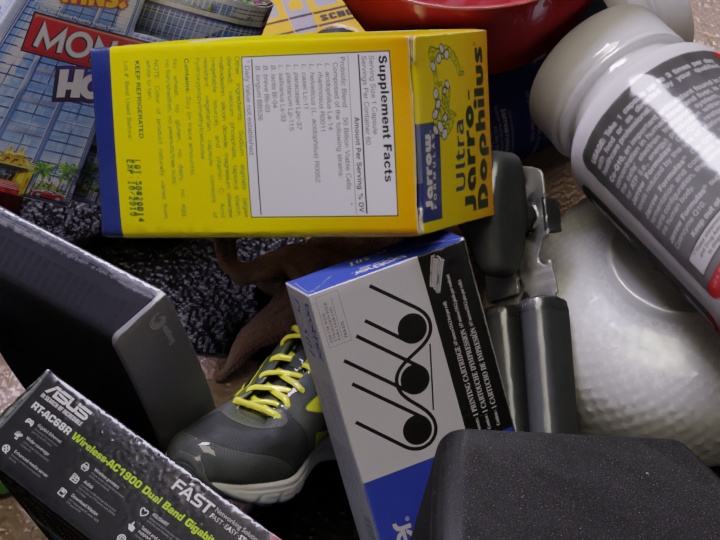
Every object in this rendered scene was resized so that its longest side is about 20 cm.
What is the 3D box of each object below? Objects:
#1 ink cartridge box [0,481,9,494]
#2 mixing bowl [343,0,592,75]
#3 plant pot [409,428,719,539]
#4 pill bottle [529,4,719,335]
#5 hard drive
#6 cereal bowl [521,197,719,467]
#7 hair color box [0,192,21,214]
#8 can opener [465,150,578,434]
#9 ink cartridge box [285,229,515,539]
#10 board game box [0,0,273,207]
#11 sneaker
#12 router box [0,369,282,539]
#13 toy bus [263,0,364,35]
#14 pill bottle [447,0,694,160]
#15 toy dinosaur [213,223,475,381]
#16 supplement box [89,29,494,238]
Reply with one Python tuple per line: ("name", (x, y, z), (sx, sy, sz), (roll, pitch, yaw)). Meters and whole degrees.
("ink cartridge box", (-0.307, 0.079, 1.403), (0.200, 0.145, 0.084), (-14, 52, -11))
("mixing bowl", (0.065, -0.188, 1.496), (0.200, 0.108, 0.200), (-1, 50, 1))
("plant pot", (0.104, 0.191, 1.267), (0.200, 0.200, 0.178), (3, 40, -13))
("pill bottle", (0.193, -0.057, 1.425), (0.114, 0.114, 0.200), (-27, 55, -20))
("hard drive", (-0.149, 0.046, 1.398), (0.135, 0.200, 0.042), (27, 68, 19))
("cereal bowl", (0.192, 0.015, 1.493), (0.200, 0.083, 0.200), (0, 49, 0))
("hair color box", (-0.268, -0.029, 1.547), (0.101, 0.061, 0.200), (3, 50, 2))
("can opener", (0.088, 0.033, 1.444), (0.066, 0.053, 0.200), (3, 77, -43))
("ink cartridge box", (0.034, 0.087, 1.370), (0.094, 0.200, 0.044), (-20, 16, -15))
("board game box", (-0.153, -0.138, 1.500), (0.200, 0.200, 0.062), (13, 21, -27))
("sneaker", (-0.041, 0.069, 1.404), (0.074, 0.085, 0.200), (20, 22, 26))
("router box", (-0.096, 0.154, 1.332), (0.200, 0.150, 0.062), (34, 73, 25))
("toy bus", (-0.059, -0.134, 1.629), (0.200, 0.065, 0.078), (-14, 51, -11))
("pill bottle", (0.107, -0.136, 1.598), (0.200, 0.116, 0.116), (-27, 55, -21))
("toy dinosaur", (0.000, 0.000, 1.500), (0.135, 0.086, 0.200), (35, 67, 25))
("supplement box", (-0.037, -0.077, 1.403), (0.200, 0.109, 0.109), (1, 8, 25))
